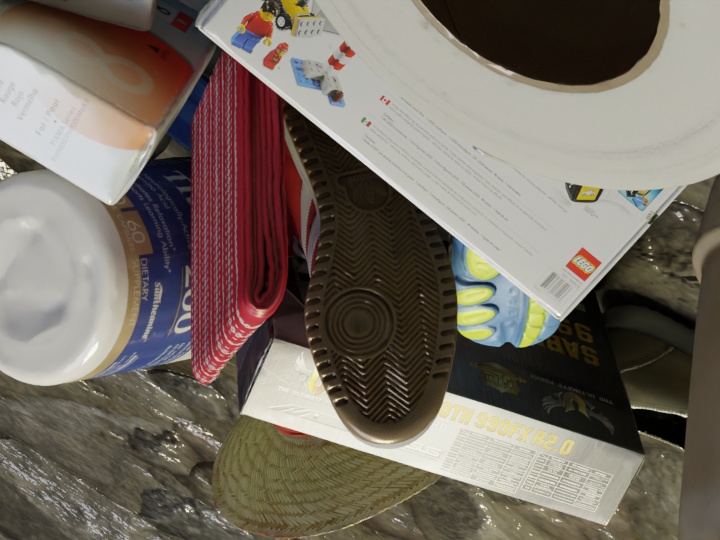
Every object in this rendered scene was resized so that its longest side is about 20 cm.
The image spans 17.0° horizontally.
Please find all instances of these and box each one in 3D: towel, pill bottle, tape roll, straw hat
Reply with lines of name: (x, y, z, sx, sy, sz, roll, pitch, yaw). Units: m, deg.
towel: (-0.060, -0.030, 1.153, 0.022, 0.146, 0.200, 2, 168, -11)
pill bottle: (-0.114, -0.004, 1.306, 0.111, 0.112, 0.200, 14, -167, 32)
tape roll: (0.087, -0.147, 0.840, 0.202, 0.139, 0.203, 23, 144, 18)
straw hat: (-0.010, 0.049, 1.324, 0.200, 0.201, 0.085, 4, 132, 44)

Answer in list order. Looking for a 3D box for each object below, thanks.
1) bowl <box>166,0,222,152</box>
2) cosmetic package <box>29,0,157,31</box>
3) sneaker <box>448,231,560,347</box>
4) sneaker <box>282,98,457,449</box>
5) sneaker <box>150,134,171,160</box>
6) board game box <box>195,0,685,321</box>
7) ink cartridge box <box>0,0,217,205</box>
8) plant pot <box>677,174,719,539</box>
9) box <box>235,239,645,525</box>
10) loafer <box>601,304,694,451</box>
bowl: (-0.051, -0.107, 1.227, 0.200, 0.039, 0.201, 25, 155, 13)
cosmetic package: (-0.108, -0.202, 1.009, 0.081, 0.113, 0.200, 14, 157, -3)
sneaker: (0.068, -0.051, 1.087, 0.070, 0.083, 0.200, 0, 139, -3)
sneaker: (0.000, 0.000, 1.131, 0.071, 0.201, 0.113, -7, 158, -6)
sneaker: (-0.199, -0.117, 1.330, 0.200, 0.075, 0.084, 39, 150, -19)
board game box: (0.048, -0.088, 0.991, 0.200, 0.126, 0.035, 39, -164, -12)
ink cartridge box: (-0.168, -0.124, 1.102, 0.200, 0.162, 0.050, 34, 113, -6)
plant pot: (0.222, 0.067, 1.054, 0.199, 0.174, 0.200, 20, 162, 7)
box: (0.034, 0.039, 1.217, 0.199, 0.159, 0.048, 18, 116, -14)
loafer: (0.204, 0.093, 1.281, 0.199, 0.070, 0.075, 26, 155, 10)
